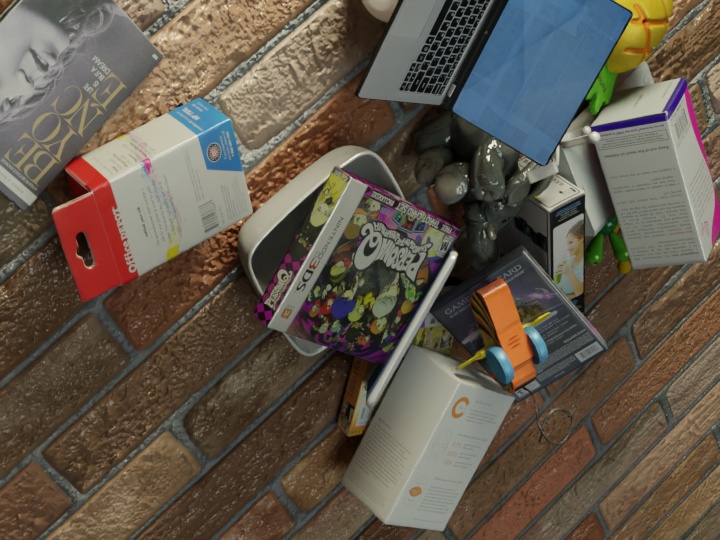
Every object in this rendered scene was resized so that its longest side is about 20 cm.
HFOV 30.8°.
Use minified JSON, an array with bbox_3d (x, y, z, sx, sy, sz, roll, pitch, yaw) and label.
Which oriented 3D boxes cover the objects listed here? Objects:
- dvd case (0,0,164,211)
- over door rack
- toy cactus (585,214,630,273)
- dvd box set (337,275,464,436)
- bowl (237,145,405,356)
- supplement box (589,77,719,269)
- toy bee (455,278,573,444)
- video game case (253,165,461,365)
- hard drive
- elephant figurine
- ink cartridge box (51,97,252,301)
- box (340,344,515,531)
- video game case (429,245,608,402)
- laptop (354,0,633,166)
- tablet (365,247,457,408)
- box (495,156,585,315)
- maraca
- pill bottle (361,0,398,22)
[{"bbox_3d":[-0.288,-0.169,1.188,0.200,0.016,0.149,-48,137,-5],"label":"dvd case"},{"bbox_3d":[0.208,-0.195,1.455,0.149,0.066,0.200,65,25,-9],"label":"over door rack"},{"bbox_3d":[0.334,-0.086,1.729,0.198,0.102,0.167,13,97,-36],"label":"toy cactus"},{"bbox_3d":[0.054,0.107,1.643,0.145,0.029,0.203,-5,118,-39],"label":"dvd box set"},{"bbox_3d":[-0.041,-0.029,1.446,0.199,0.074,0.201,-41,134,-13],"label":"bowl"},{"bbox_3d":[0.365,-0.116,1.595,0.101,0.102,0.202,-49,124,-49],"label":"supplement box"},{"bbox_3d":[0.173,0.108,1.583,0.129,0.109,0.204,-6,94,-18],"label":"toy bee"},{"bbox_3d":[0.000,0.000,1.422,0.199,0.036,0.183,22,102,-47],"label":"video game case"},{"bbox_3d":[0.321,-0.156,1.653,0.200,0.026,0.133,-43,121,-31],"label":"hard drive"},{"bbox_3d":[0.153,-0.110,1.537,0.154,0.143,0.200,-22,149,23],"label":"elephant figurine"},{"bbox_3d":[-0.212,-0.070,1.278,0.198,0.067,0.117,-30,131,-23],"label":"ink cartridge box"},{"bbox_3d":[0.084,0.212,1.642,0.124,0.097,0.202,19,103,-47],"label":"box"},{"bbox_3d":[0.198,0.071,1.627,0.142,0.019,0.200,-33,122,20],"label":"video game case"},{"bbox_3d":[0.131,-0.216,1.298,0.198,0.116,0.189,-2,130,-42],"label":"laptop"},{"bbox_3d":[0.059,0.063,1.528,0.014,0.130,0.202,30,96,-2],"label":"tablet"},{"bbox_3d":[0.225,-0.029,1.645,0.060,0.117,0.202,-25,131,-23],"label":"box"},{"bbox_3d":[0.305,-0.286,1.544,0.137,0.106,0.203,34,77,-60],"label":"maraca"},{"bbox_3d":[0.099,-0.319,1.355,0.198,0.112,0.114,-12,124,-35],"label":"pill bottle"}]
